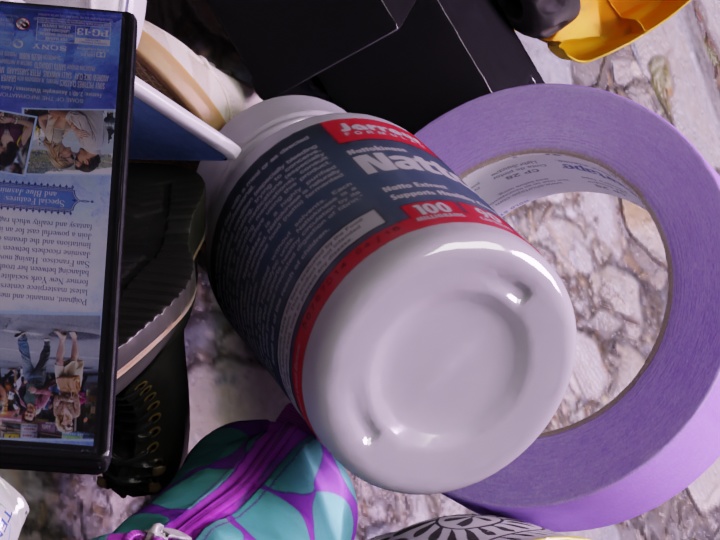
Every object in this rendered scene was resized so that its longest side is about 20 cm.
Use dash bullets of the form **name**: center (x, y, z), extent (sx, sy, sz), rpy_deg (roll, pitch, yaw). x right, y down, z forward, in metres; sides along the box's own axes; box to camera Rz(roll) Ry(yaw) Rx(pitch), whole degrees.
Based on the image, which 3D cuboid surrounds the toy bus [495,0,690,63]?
- **toy bus**: center (0.081, -0.222, 1.479), extent (0.136, 0.192, 0.200), rpy_deg (-37, 108, -14)

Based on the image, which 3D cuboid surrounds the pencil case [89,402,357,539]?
- **pencil case**: center (-0.063, 0.122, 1.122), extent (0.200, 0.085, 0.093), rpy_deg (-41, 147, -70)

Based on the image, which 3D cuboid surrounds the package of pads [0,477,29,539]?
- **package of pads**: center (-0.211, 0.145, 0.958), extent (0.068, 0.200, 0.155), rpy_deg (41, 47, -23)

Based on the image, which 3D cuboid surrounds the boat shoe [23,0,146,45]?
- **boat shoe**: center (-0.142, -0.171, 1.198), extent (0.070, 0.071, 0.201), rpy_deg (-36, 124, -61)

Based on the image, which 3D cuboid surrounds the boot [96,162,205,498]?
- **boot**: center (-0.100, 0.054, 1.156), extent (0.200, 0.077, 0.139), rpy_deg (-59, 153, -63)

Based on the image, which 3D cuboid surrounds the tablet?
- **tablet**: center (-0.156, -0.097, 1.182), extent (0.200, 0.130, 0.014), rpy_deg (32, 72, -36)

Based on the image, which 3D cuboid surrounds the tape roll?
- **tape roll**: center (0.088, 0.018, 1.293), extent (0.066, 0.199, 0.201), rpy_deg (34, 48, -63)

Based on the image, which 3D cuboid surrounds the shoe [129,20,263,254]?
- **shoe**: center (-0.067, -0.051, 1.312), extent (0.200, 0.070, 0.053), rpy_deg (53, 42, -31)

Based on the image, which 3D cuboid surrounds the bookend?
- **bookend**: center (-0.005, -0.119, 1.341), extent (0.200, 0.092, 0.199), rpy_deg (58, 20, -14)

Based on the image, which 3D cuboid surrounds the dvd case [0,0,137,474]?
- **dvd case**: center (-0.160, -0.019, 1.057), extent (0.142, 0.018, 0.201), rpy_deg (4, 60, -6)

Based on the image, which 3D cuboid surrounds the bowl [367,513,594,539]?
- **bowl**: center (0.029, 0.182, 1.276), extent (0.200, 0.094, 0.201), rpy_deg (-21, 130, -27)

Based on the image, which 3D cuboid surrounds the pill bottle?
- **pill bottle**: center (0.000, 0.000, 1.199), extent (0.119, 0.120, 0.200), rpy_deg (37, 6, -33)
